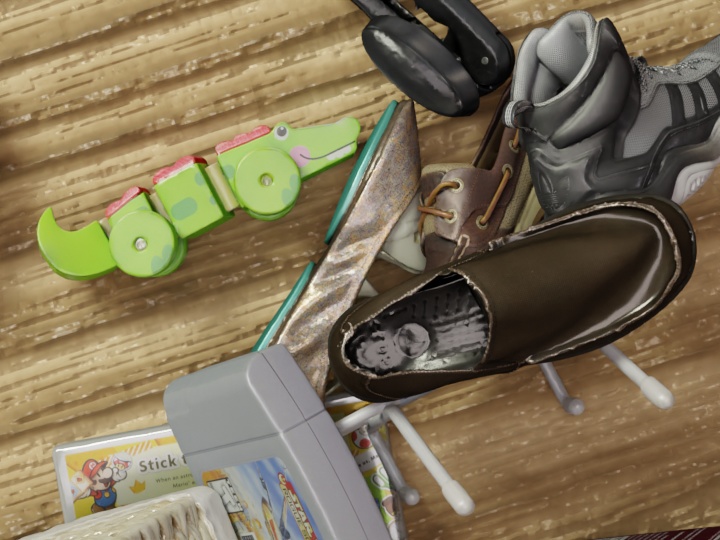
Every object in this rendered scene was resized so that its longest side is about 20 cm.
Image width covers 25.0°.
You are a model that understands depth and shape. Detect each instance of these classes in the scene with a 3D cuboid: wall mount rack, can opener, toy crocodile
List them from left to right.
[{"bbox_3d":[-0.091,-0.044,0.941,0.199,0.068,0.062,-26,90,1],"label":"toy crocodile"},{"bbox_3d":[0.009,-0.171,0.940,0.063,0.079,0.200,-44,81,17],"label":"can opener"},{"bbox_3d":[0.076,0.073,0.878,0.199,0.174,0.075,-27,85,-10],"label":"wall mount rack"}]

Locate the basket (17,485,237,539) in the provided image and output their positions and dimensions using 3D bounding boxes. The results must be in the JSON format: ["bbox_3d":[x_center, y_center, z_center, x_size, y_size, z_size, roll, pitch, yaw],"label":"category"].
[{"bbox_3d":[-0.156,0.246,0.875,0.199,0.161,0.199,-20,90,20],"label":"basket"}]

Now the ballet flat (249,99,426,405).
[{"bbox_3d":[0.000,0.000,0.941,0.067,0.068,0.201,29,91,-4],"label":"ballet flat"}]

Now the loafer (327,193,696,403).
[{"bbox_3d":[0.075,0.021,0.816,0.199,0.071,0.073,-24,88,8],"label":"loafer"}]

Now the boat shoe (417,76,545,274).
[{"bbox_3d":[0.059,-0.032,0.912,0.072,0.072,0.200,40,69,-10],"label":"boat shoe"}]

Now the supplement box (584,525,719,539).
[{"bbox_3d":[0.188,0.201,0.903,0.199,0.061,0.109,-13,90,31],"label":"supplement box"}]

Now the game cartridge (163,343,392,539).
[{"bbox_3d":[-0.034,0.142,0.890,0.041,0.133,0.201,-26,92,-28],"label":"game cartridge"}]

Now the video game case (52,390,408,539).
[{"bbox_3d":[-0.070,0.176,0.968,0.199,0.023,0.183,-10,91,2],"label":"video game case"}]

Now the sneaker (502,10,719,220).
[{"bbox_3d":[0.155,-0.103,0.892,0.200,0.075,0.114,-43,114,-28],"label":"sneaker"}]
